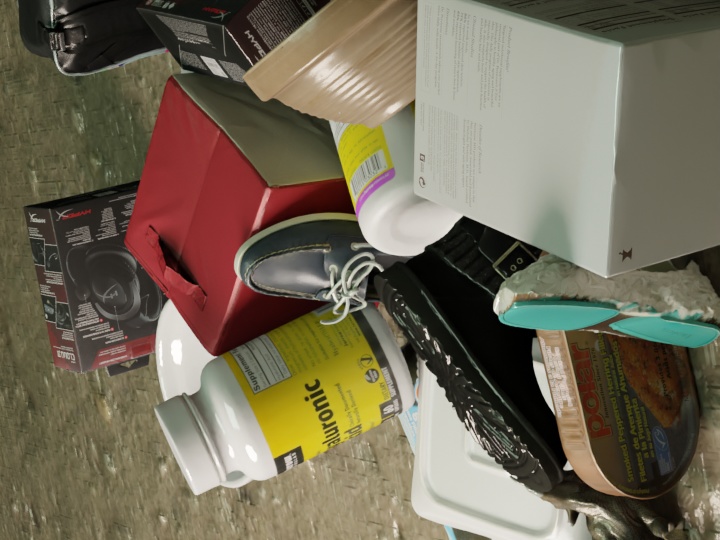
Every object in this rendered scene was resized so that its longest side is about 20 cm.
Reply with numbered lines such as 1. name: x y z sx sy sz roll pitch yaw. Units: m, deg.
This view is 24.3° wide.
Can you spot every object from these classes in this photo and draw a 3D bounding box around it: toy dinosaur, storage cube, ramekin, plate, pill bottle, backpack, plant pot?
1. toy dinosaur: 0.205 0.207 1.256 0.200 0.077 0.102 50 -179 -29
2. storage cube: -0.075 -0.058 1.451 0.171 0.200 0.180 48 133 35
3. ramekin: -0.114 0.106 1.664 0.200 0.098 0.201 28 126 48
4. plate: 0.112 0.130 1.341 0.199 0.032 0.200 14 107 42
5. pill bottle: -0.065 0.106 1.390 0.111 0.200 0.111 61 169 20
6. backpack: -0.228 -0.288 1.575 0.151 0.200 0.178 39 137 48
7. plant pot: 0.018 -0.170 1.217 0.093 0.201 0.201 50 148 -8
8. pill bottle: 0.029 -0.119 1.327 0.104 0.104 0.200 122 141 -49

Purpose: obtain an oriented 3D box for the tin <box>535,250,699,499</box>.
1. tin: 0.180 0.063 1.185 0.042 0.112 0.200 -8 96 51

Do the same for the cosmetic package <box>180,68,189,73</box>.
1. cosmetic package: -0.109 -0.256 1.526 0.102 0.074 0.200 36 133 43

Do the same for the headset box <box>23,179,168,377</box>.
1. headset box: -0.266 0.013 1.806 0.077 0.149 0.200 8 111 56

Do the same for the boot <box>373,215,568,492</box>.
1. boot: 0.128 0.039 1.226 0.211 0.158 0.079 55 165 10

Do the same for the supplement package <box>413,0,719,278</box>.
1. supplement package: 0.154 -0.108 1.116 0.200 0.150 0.152 28 124 49

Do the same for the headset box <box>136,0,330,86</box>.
1. headset box: -0.063 -0.248 1.368 0.149 0.200 0.075 22 155 52

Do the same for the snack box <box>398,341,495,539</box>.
1. snack box: 0.091 0.148 1.428 0.116 0.037 0.200 -39 70 54

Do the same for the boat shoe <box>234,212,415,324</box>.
1. boat shoe: 0.000 0.000 1.347 0.062 0.200 0.075 -109 26 -43

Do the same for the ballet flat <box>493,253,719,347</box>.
1. ballet flat: 0.163 0.011 1.122 0.072 0.200 0.072 -15 71 50
